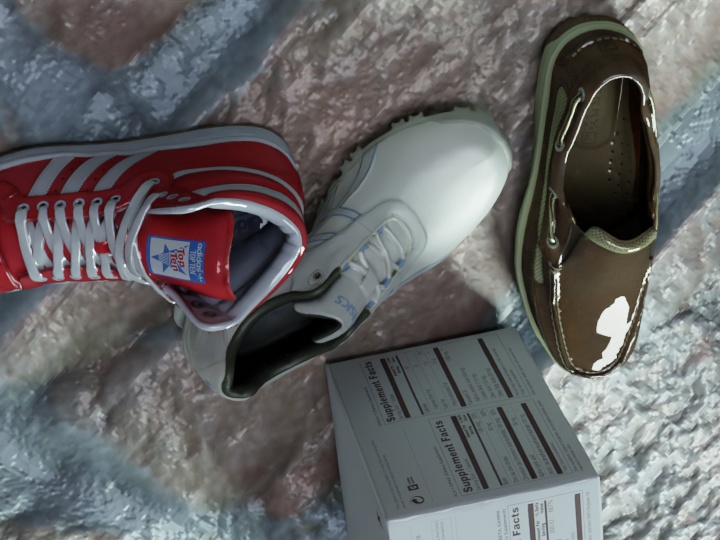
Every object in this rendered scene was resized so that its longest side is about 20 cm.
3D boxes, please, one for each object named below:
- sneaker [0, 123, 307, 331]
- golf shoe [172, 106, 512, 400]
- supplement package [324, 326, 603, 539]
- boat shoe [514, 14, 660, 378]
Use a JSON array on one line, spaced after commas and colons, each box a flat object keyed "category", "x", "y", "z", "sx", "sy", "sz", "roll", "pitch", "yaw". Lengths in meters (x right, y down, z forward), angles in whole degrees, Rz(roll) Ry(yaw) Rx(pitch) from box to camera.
[{"category": "sneaker", "x": -0.121, "y": -0.013, "z": 0.915, "sx": 0.199, "sy": 0.113, "sz": 0.072, "roll": -14, "pitch": 118, "yaw": -5}, {"category": "golf shoe", "x": 0.000, "y": 0.000, "z": 0.959, "sx": 0.200, "sy": 0.097, "sz": 0.078, "roll": -37, "pitch": 117, "yaw": 6}, {"category": "supplement package", "x": 0.057, "y": 0.160, "z": 1.019, "sx": 0.110, "sy": 0.156, "sz": 0.201, "roll": -10, "pitch": 118, "yaw": -8}, {"category": "boat shoe", "x": 0.120, "y": -0.024, "z": 0.985, "sx": 0.074, "sy": 0.075, "sz": 0.203, "roll": -10, "pitch": 118, "yaw": -7}]
